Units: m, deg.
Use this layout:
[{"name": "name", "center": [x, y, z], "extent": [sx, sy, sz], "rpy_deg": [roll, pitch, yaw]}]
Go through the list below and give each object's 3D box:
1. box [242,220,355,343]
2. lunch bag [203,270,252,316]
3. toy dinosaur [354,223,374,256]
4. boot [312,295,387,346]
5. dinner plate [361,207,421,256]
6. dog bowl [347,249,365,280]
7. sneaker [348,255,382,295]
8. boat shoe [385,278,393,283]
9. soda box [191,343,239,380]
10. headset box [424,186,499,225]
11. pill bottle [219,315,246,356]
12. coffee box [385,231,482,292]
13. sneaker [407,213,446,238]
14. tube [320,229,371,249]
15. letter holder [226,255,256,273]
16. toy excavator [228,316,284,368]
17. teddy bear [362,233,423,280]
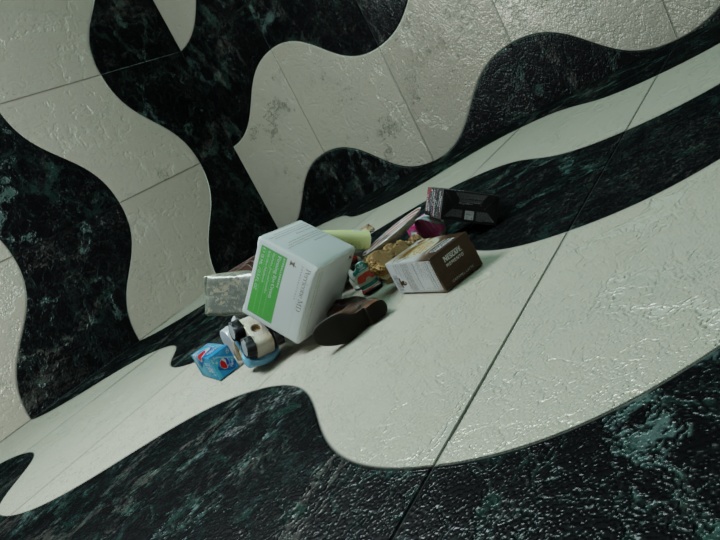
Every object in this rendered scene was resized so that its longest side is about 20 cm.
[{"name": "box", "center": [-0.143, 0.022, 1.529], "extent": [0.199, 0.168, 0.203], "rpy_deg": [-32, -36, -60]}, {"name": "lunch bag", "center": [-0.290, 0.060, 1.704], "extent": [0.160, 0.121, 0.199], "rpy_deg": [-3, 0, 22]}, {"name": "toy dinosaur", "center": [-0.052, -0.068, 1.741], "extent": [0.195, 0.109, 0.061], "rpy_deg": [-15, -18, -18]}, {"name": "boot", "center": [-0.050, 0.106, 1.457], "extent": [0.183, 0.066, 0.199], "rpy_deg": [-20, 10, -20]}, {"name": "dinner plate", "center": [0.085, -0.095, 1.700], "extent": [0.199, 0.024, 0.200], "rpy_deg": [-39, 7, 6]}, {"name": "dog bowl", "center": [-0.056, -0.014, 1.851], "extent": [0.196, 0.060, 0.200], "rpy_deg": [-21, -14, -5]}, {"name": "sneaker", "center": [0.000, 0.000, 1.720], "extent": [0.069, 0.095, 0.200], "rpy_deg": [-30, 11, -5]}, {"name": "boat shoe", "center": [0.084, -0.032, 1.711], "extent": [0.069, 0.071, 0.200], "rpy_deg": [-28, 10, 14]}, {"name": "soda box", "center": [-0.395, 0.243, 1.757], "extent": [0.064, 0.069, 0.199], "rpy_deg": [-34, 11, -26]}, {"name": "headset box", "center": [0.253, -0.166, 1.662], "extent": [0.144, 0.080, 0.200], "rpy_deg": [6, 9, -7]}, {"name": "pill bottle", "center": [-0.284, 0.145, 1.794], "extent": [0.199, 0.110, 0.108], "rpy_deg": [-37, 13, -29]}, {"name": "coffee box", "center": [0.155, -0.014, 1.408], "extent": [0.113, 0.081, 0.199], "rpy_deg": [-35, 12, -23]}, {"name": "sneaker", "center": [0.194, -0.126, 1.802], "extent": [0.087, 0.083, 0.200], "rpy_deg": [-33, 12, -12]}, {"name": "tube", "center": [-0.072, -0.078, 1.674], "extent": [0.194, 0.060, 0.052], "rpy_deg": [0, 24, -17]}, {"name": "letter holder", "center": [-0.298, 0.070, 1.917], "extent": [0.141, 0.203, 0.100], "rpy_deg": [-32, 11, -20]}, {"name": "toy excavator", "center": [-0.270, 0.189, 1.602], "extent": [0.098, 0.204, 0.194], "rpy_deg": [-20, 45, -29]}, {"name": "teddy bear", "center": [0.102, -0.027, 1.574], "extent": [0.143, 0.068, 0.199], "rpy_deg": [29, 43, 27]}]
